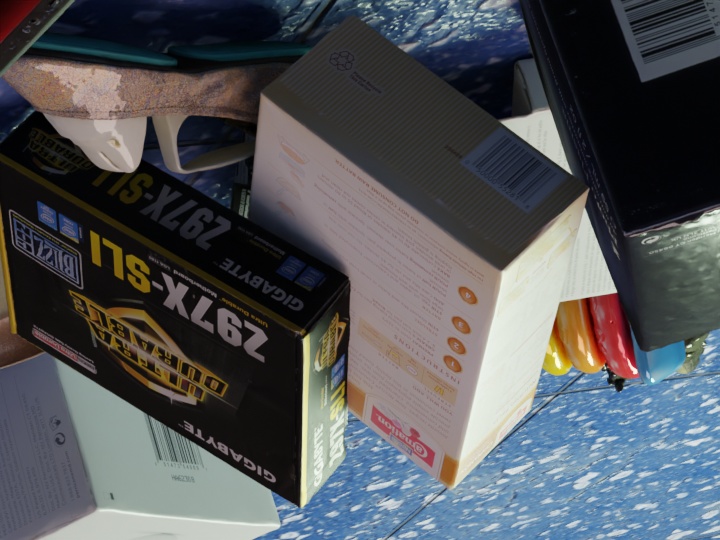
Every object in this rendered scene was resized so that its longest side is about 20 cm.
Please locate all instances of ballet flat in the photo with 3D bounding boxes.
[{"bbox_3d":[-0.100,-0.081,1.382,0.200,0.067,0.068,0,-168,-37],"label":"ballet flat"}]

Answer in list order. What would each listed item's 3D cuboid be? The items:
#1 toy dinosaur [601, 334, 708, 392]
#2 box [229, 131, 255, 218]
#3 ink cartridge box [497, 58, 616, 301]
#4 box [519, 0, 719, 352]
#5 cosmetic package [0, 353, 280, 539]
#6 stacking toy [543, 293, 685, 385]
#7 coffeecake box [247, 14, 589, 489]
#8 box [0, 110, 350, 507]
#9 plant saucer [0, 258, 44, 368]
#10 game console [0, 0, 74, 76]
[{"bbox_3d":[0.223,0.060,2.091,0.088,0.048,0.200,-24,164,-1],"label":"toy dinosaur"},{"bbox_3d":[0.000,0.000,1.592,0.157,0.050,0.200,9,146,-1],"label":"box"},{"bbox_3d":[0.094,-0.047,1.632,0.173,0.044,0.200,-9,146,-6],"label":"ink cartridge box"},{"bbox_3d":[0.158,-0.089,1.397,0.123,0.200,0.198,-19,160,3],"label":"box"},{"bbox_3d":[-0.200,0.147,1.853,0.200,0.123,0.199,-29,157,27],"label":"cosmetic package"},{"bbox_3d":[0.107,0.028,1.850,0.200,0.110,0.116,-9,-177,16],"label":"stacking toy"},{"bbox_3d":[0.021,-0.005,1.413,0.073,0.153,0.200,-42,159,-29],"label":"coffeecake box"},{"bbox_3d":[-0.098,0.019,1.460,0.049,0.200,0.160,-48,158,-32],"label":"box"},{"bbox_3d":[-0.230,0.015,1.610,0.200,0.032,0.200,-14,161,-5],"label":"plant saucer"},{"bbox_3d":[-0.086,-0.144,1.183,0.119,0.173,0.200,25,141,-24],"label":"game console"}]
